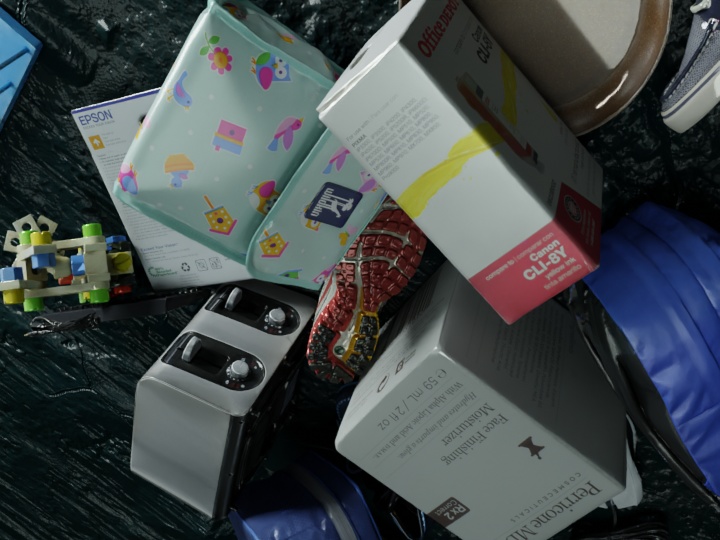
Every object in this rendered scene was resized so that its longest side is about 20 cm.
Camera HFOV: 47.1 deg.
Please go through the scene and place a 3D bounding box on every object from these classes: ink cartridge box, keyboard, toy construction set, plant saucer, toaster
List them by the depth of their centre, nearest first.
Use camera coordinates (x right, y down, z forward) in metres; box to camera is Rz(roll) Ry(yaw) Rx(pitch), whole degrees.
[{"bbox_3d":[0.080,-0.089,0.586,0.200,0.146,0.083,45,125,-14],"label":"ink cartridge box"},{"bbox_3d":[0.126,-0.193,0.610,0.195,0.032,0.204,10,127,13],"label":"plant saucer"},{"bbox_3d":[-0.149,-0.082,0.781,0.192,0.044,0.204,-6,118,23],"label":"ink cartridge box"},{"bbox_3d":[-0.295,-0.004,0.823,0.128,0.199,0.095,-7,102,-25],"label":"toy construction set"},{"bbox_3d":[-0.134,0.128,0.837,0.117,0.182,0.203,23,129,9],"label":"toaster"},{"bbox_3d":[-0.260,0.041,0.847,0.196,0.126,0.021,-9,98,33],"label":"keyboard"}]

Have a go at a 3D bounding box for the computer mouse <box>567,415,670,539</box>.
[{"bbox_3d":[0.250,0.221,0.846,0.107,0.044,0.203,-6,121,25],"label":"computer mouse"}]

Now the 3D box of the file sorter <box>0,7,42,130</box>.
[{"bbox_3d":[-0.418,-0.166,0.769,0.138,0.124,0.200,39,127,-11],"label":"file sorter"}]

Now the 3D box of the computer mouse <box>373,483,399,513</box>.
[{"bbox_3d":[0.117,0.229,0.867,0.197,0.044,0.111,25,100,-19],"label":"computer mouse"}]

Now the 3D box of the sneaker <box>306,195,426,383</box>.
[{"bbox_3d":[0.000,0.000,0.764,0.076,0.083,0.203,22,112,-11],"label":"sneaker"}]

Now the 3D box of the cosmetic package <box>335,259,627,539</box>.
[{"bbox_3d":[0.114,0.118,0.745,0.198,0.166,0.165,36,128,-7],"label":"cosmetic package"}]

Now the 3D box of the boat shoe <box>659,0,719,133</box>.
[{"bbox_3d":[0.241,-0.197,0.547,0.092,0.075,0.202,33,121,3],"label":"boat shoe"}]

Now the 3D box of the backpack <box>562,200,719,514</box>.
[{"bbox_3d":[0.260,0.042,0.649,0.167,0.163,0.201,-39,107,4],"label":"backpack"}]

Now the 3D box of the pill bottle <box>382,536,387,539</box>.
[{"bbox_3d":[0.007,0.379,1.000,0.198,0.115,0.115,35,128,-7],"label":"pill bottle"}]

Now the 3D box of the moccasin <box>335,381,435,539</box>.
[{"bbox_3d":[0.036,0.212,0.901,0.079,0.069,0.202,-23,112,31],"label":"moccasin"}]

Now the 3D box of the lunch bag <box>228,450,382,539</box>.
[{"bbox_3d":[-0.049,0.277,0.852,0.199,0.130,0.139,9,120,67],"label":"lunch bag"}]

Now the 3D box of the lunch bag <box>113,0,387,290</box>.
[{"bbox_3d":[-0.068,-0.093,0.653,0.198,0.122,0.172,31,108,-16],"label":"lunch bag"}]
